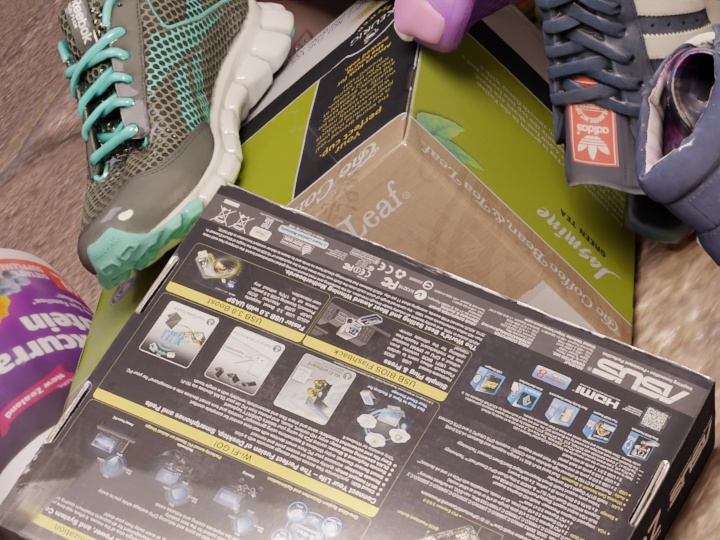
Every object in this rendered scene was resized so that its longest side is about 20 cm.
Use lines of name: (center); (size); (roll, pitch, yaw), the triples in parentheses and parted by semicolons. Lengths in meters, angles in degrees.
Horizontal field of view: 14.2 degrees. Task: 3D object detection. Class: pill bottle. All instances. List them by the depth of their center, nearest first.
pill bottle: (-0.134, 0.086, 1.274); (0.111, 0.111, 0.200); (-47, 47, 2)

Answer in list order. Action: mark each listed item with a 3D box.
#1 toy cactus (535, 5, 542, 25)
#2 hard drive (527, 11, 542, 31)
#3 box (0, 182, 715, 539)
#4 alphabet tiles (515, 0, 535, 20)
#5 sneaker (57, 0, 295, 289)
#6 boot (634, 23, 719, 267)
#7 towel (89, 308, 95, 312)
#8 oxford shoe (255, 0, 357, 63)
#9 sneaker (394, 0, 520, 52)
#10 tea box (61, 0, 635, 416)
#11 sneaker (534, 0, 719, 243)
toy cactus: (0.106, -0.170, 1.317); (0.165, 0.200, 0.102); (-18, -39, -36)
hard drive: (0.081, -0.123, 1.447); (0.200, 0.026, 0.132); (-51, 18, -13)
box: (0.000, 0.072, 0.990); (0.161, 0.200, 0.049); (-57, -22, -30)
alphabet tiles: (0.078, -0.156, 1.469); (0.200, 0.008, 0.167); (-38, 20, 24)
sneaker: (-0.095, -0.071, 1.203); (0.078, 0.091, 0.200); (-38, 20, 30)
boot: (0.156, -0.069, 1.061); (0.073, 0.090, 0.200); (-35, 22, 33)
towel: (-0.108, 0.058, 1.391); (0.086, 0.018, 0.200); (-38, 30, -28)
oxford shoe: (-0.020, -0.142, 1.341); (0.071, 0.073, 0.200); (-2, 50, 13)
sneaker: (0.085, -0.147, 1.158); (0.200, 0.088, 0.081); (-50, -10, -41)
tea box: (0.000, 0.000, 1.203); (0.200, 0.134, 0.197); (-39, 19, 26)
sneaker: (0.095, -0.080, 1.091); (0.075, 0.200, 0.085); (12, 66, 39)
